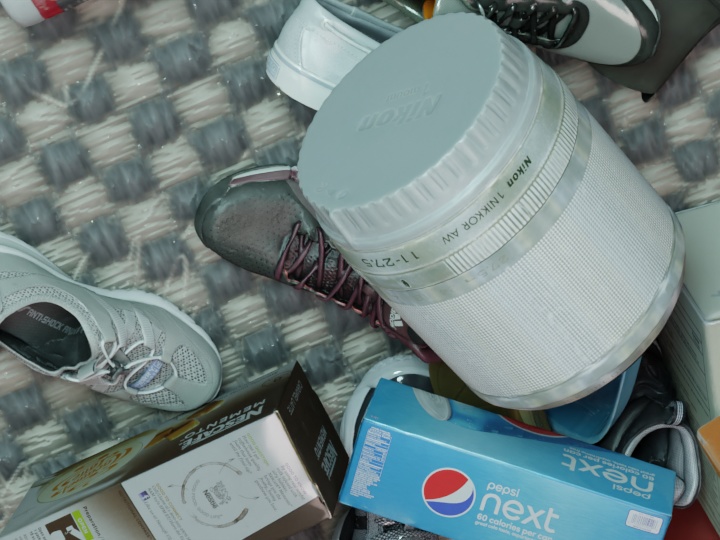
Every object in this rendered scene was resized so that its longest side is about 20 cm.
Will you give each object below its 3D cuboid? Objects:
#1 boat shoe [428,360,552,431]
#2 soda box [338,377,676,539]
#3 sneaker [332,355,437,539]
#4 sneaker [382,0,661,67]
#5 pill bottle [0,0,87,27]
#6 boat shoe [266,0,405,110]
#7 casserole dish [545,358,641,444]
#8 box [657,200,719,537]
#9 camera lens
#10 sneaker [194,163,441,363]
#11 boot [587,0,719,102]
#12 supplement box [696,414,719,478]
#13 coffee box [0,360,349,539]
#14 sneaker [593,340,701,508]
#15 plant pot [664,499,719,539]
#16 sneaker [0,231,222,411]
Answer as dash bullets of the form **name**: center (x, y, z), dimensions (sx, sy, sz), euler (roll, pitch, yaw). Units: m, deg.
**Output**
- **boat shoe**: center (0.102, 0.121, 1.608), dimensions (0.073, 0.063, 0.201), euler (-10, 112, 32)
- **soda box**: center (0.093, 0.135, 1.534), dimensions (0.199, 0.068, 0.064), euler (18, 112, 3)
- **sneaker**: center (0.030, 0.162, 1.623), dimensions (0.075, 0.114, 0.201), euler (0, 122, -15)
- **sneaker**: center (0.080, -0.158, 1.435), dimensions (0.199, 0.080, 0.074), euler (20, 139, -7)
- **pill bottle**: center (-0.121, -0.222, 1.350), dimensions (0.199, 0.111, 0.111), euler (-24, 125, 1)
- **boat shoe**: center (0.043, -0.117, 1.492), dimensions (0.199, 0.072, 0.069), euler (20, 115, -15)
- **casserole dish**: center (0.138, 0.019, 1.573), dimensions (0.039, 0.121, 0.201), euler (-27, 139, -37)
- **box**: center (0.266, 0.065, 1.625), dimensions (0.109, 0.128, 0.201), euler (-15, 125, -5)
- **camera lens**: center (0.079, -0.029, 1.410), dimensions (0.160, 0.160, 0.200), euler (-38, 123, 10)
- **sneaker**: center (0.000, 0.000, 1.520), dimensions (0.199, 0.116, 0.076), euler (11, 118, -21)
- **boot**: center (0.147, -0.188, 1.472), dimensions (0.200, 0.078, 0.138), euler (30, 120, -22)
- **supplement box**: center (0.290, 0.169, 1.580), dimensions (0.069, 0.067, 0.200), euler (-31, 125, 2)
- **coffee box**: center (-0.116, 0.145, 1.557), dimensions (0.199, 0.114, 0.080), euler (-25, 102, 12)
- **sneaker**: center (0.165, 0.145, 1.654), dimensions (0.075, 0.114, 0.201), euler (5, 119, -24)
- **plant pot**: center (0.244, 0.287, 1.730), dimensions (0.200, 0.178, 0.201), euler (-6, 122, -10)
- **sneaker**: center (-0.169, 0.051, 1.524), dimensions (0.200, 0.082, 0.075), euler (24, 113, -32)
